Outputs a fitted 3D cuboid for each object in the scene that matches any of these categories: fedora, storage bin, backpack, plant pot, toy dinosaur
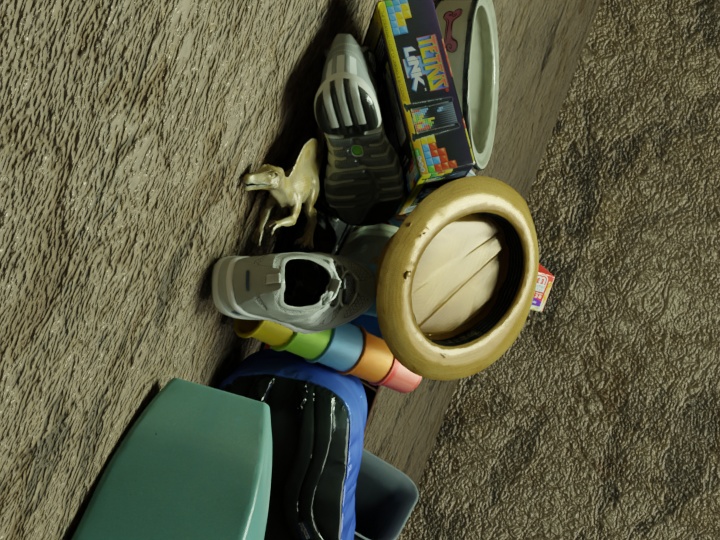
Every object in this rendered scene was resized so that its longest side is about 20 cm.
[{"bbox_3d":[0.077,0.003,1.636,0.200,0.082,0.202,-10,106,-36],"label":"fedora"},{"bbox_3d":[-0.056,0.259,1.930,0.135,0.199,0.146,-62,175,35],"label":"storage bin"},{"bbox_3d":[-0.077,0.177,1.733,0.168,0.162,0.201,-66,162,-72],"label":"backpack"},{"bbox_3d":[-0.148,0.204,1.477,0.142,0.141,0.201,91,15,-63],"label":"plant pot"},{"bbox_3d":[-0.055,-0.076,1.595,0.200,0.058,0.102,-45,153,-66],"label":"toy dinosaur"}]

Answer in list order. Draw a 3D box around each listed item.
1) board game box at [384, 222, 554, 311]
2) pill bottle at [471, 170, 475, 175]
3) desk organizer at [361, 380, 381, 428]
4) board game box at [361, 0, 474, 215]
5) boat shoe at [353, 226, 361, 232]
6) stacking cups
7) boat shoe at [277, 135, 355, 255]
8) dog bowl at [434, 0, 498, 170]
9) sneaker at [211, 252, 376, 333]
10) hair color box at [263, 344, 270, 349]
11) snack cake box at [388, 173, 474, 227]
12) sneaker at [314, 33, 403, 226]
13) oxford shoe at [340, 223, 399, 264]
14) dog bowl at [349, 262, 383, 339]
[{"bbox_3d":[0.096,-0.019,1.957,0.047,0.199,0.152,-71,-157,13],"label":"board game box"},{"bbox_3d":[0.060,-0.038,2.105,0.114,0.113,0.201,93,21,-60],"label":"pill bottle"},{"bbox_3d":[-0.022,0.139,2.060,0.077,0.071,0.201,-101,-155,-55],"label":"desk organizer"},{"bbox_3d":[0.050,-0.153,1.652,0.200,0.056,0.166,125,-47,-81],"label":"board game box"},{"bbox_3d":[0.009,-0.101,1.823,0.075,0.075,0.203,-56,163,-51],"label":"boat shoe"},{"bbox_3d":[-0.028,0.071,1.680,0.060,0.200,0.061,-31,-135,38],"label":"stacking cups"},{"bbox_3d":[-0.040,-0.052,1.714,0.201,0.070,0.066,-64,173,19],"label":"boat shoe"},{"bbox_3d":[0.104,-0.213,1.964,0.200,0.073,0.201,2,90,-77],"label":"dog bowl"},{"bbox_3d":[-0.041,0.020,1.570,0.200,0.082,0.075,-3,90,-52],"label":"sneaker"},{"bbox_3d":[-0.048,0.067,1.904,0.200,0.064,0.111,-35,145,-70],"label":"hair color box"},{"bbox_3d":[0.080,-0.077,1.893,0.200,0.114,0.068,-137,-118,-69],"label":"snack cake box"},{"bbox_3d":[0.000,-0.139,1.625,0.200,0.075,0.116,83,6,-52],"label":"sneaker"},{"bbox_3d":[0.000,0.000,1.796,0.200,0.075,0.058,149,-47,-70],"label":"oxford shoe"},{"bbox_3d":[0.022,0.054,1.754,0.200,0.111,0.050,79,25,-66],"label":"dog bowl"}]
